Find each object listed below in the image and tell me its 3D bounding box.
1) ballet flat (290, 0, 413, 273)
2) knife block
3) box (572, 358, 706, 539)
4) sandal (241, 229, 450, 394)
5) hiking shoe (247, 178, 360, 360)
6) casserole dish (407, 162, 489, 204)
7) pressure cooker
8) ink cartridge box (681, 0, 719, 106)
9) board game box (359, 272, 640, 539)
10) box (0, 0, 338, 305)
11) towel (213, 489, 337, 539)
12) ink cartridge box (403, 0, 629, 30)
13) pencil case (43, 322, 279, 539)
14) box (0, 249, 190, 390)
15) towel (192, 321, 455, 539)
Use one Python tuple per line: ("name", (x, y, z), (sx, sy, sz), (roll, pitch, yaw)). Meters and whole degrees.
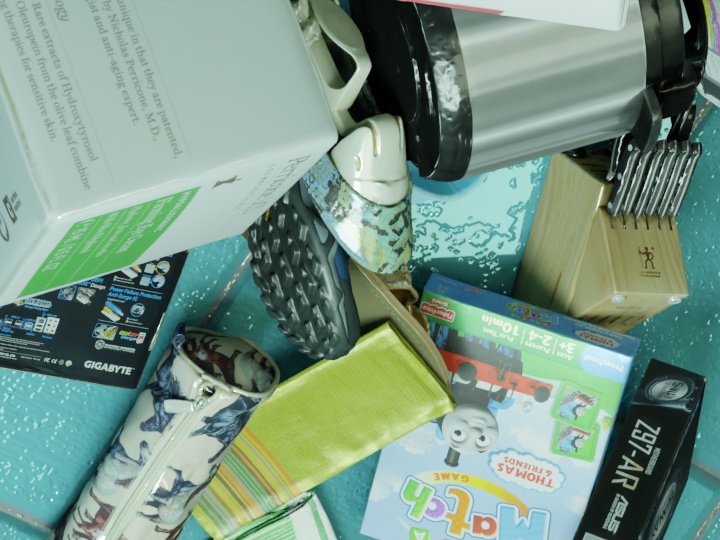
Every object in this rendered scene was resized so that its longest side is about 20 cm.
("ballet flat", (-0.011, -0.096, 1.460), (0.074, 0.074, 0.200), (-25, 84, -15))
("knife block", (0.163, -0.048, 1.682), (0.064, 0.176, 0.200), (3, 158, -29))
("box", (0.187, 0.186, 1.717), (0.160, 0.044, 0.200), (87, 26, -57))
("sandal", (0.004, -0.001, 1.606), (0.212, 0.078, 0.070), (47, 54, -24))
("hiking shoe", (-0.027, -0.045, 1.509), (0.087, 0.074, 0.200), (-16, 90, -38))
("casserole dish", (0.065, -0.138, 1.585), (0.121, 0.039, 0.200), (25, 100, -35))
("pressure cooker", (0.108, -0.158, 1.464), (0.200, 0.179, 0.176), (-15, 107, -13))
("ink cartridge box", (0.269, -0.170, 1.569), (0.086, 0.200, 0.148), (-27, 124, -14))
("board game box", (0.095, 0.117, 1.674), (0.151, 0.037, 0.200), (17, 117, 8))
("box", (-0.145, -0.112, 1.337), (0.171, 0.199, 0.200), (-19, 82, -22))
("towel", (-0.096, 0.255, 1.712), (0.200, 0.023, 0.153), (-31, 126, -12))
("ink cartridge box", (0.089, -0.232, 1.347), (0.148, 0.200, 0.086), (7, 134, 6))
("pencil case", (-0.134, 0.131, 1.576), (0.200, 0.078, 0.089), (-57, 168, 17))
("box", (-0.205, -0.017, 1.496), (0.200, 0.046, 0.159), (11, 108, -33))
("towel", (-0.040, 0.111, 1.617), (0.200, 0.018, 0.086), (-30, 122, 18))
